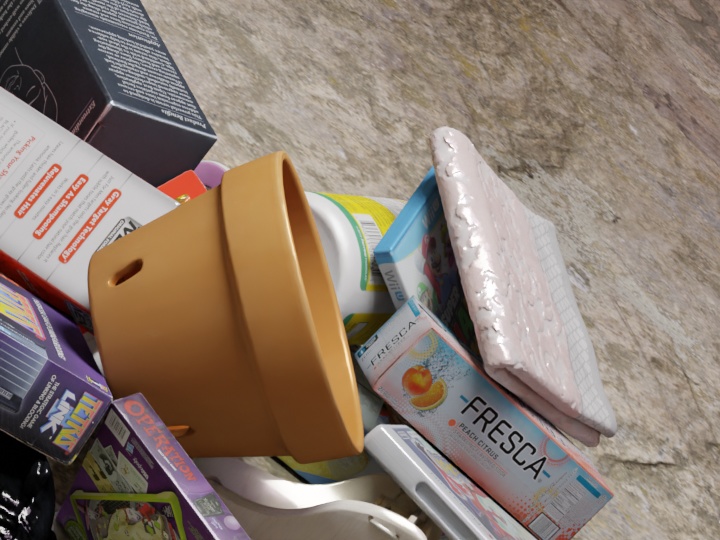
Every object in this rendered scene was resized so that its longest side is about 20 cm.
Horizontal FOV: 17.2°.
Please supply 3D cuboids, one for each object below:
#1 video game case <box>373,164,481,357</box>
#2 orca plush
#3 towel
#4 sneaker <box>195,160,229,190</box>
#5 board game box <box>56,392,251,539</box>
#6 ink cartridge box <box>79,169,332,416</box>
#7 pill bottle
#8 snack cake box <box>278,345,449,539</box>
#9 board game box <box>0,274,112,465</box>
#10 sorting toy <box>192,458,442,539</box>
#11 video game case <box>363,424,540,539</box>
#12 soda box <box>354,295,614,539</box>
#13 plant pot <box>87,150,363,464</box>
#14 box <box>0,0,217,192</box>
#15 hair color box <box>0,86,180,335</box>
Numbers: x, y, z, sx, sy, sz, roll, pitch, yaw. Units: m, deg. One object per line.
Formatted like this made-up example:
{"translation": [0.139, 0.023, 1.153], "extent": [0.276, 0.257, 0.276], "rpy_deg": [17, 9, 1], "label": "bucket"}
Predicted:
{"translation": [0.076, 0.032, 1.767], "extent": [0.143, 0.018, 0.201], "rpy_deg": [-54, 129, -48], "label": "video game case"}
{"translation": [-0.220, 0.135, 1.417], "extent": [0.105, 0.071, 0.200], "rpy_deg": [41, 23, 1], "label": "orca plush"}
{"translation": [0.118, 0.014, 1.734], "extent": [0.191, 0.032, 0.201], "rpy_deg": [37, 33, -53], "label": "towel"}
{"translation": [-0.071, -0.002, 1.901], "extent": [0.200, 0.080, 0.088], "rpy_deg": [50, 6, 13], "label": "sneaker"}
{"translation": [-0.106, 0.186, 1.439], "extent": [0.032, 0.120, 0.200], "rpy_deg": [-15, 57, -44], "label": "board game box"}
{"translation": [-0.132, 0.025, 1.658], "extent": [0.200, 0.160, 0.047], "rpy_deg": [53, -19, 24], "label": "ink cartridge box"}
{"translation": [0.000, 0.000, 1.777], "extent": [0.113, 0.113, 0.200], "rpy_deg": [50, 25, 24], "label": "pill bottle"}
{"translation": [0.014, 0.132, 1.787], "extent": [0.200, 0.067, 0.115], "rpy_deg": [38, 21, -5], "label": "snack cake box"}
{"translation": [-0.249, 0.034, 1.494], "extent": [0.165, 0.057, 0.200], "rpy_deg": [31, 4, -19], "label": "board game box"}
{"translation": [-0.044, 0.172, 1.597], "extent": [0.179, 0.107, 0.200], "rpy_deg": [27, 4, 6], "label": "sorting toy"}
{"translation": [0.087, 0.176, 1.634], "extent": [0.182, 0.023, 0.200], "rpy_deg": [46, 5, 11], "label": "video game case"}
{"translation": [0.089, 0.110, 1.691], "extent": [0.200, 0.064, 0.068], "rpy_deg": [43, 6, -23], "label": "soda box"}
{"translation": [-0.089, 0.036, 1.526], "extent": [0.200, 0.139, 0.201], "rpy_deg": [-14, 90, -85], "label": "plant pot"}
{"translation": [-0.219, -0.121, 1.784], "extent": [0.107, 0.149, 0.200], "rpy_deg": [16, 33, -43], "label": "box"}
{"translation": [-0.228, -0.049, 1.638], "extent": [0.200, 0.102, 0.061], "rpy_deg": [33, -17, 16], "label": "hair color box"}
